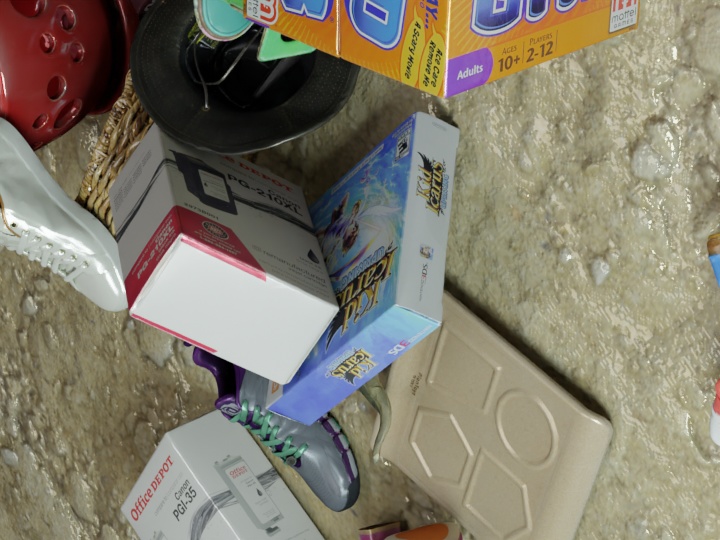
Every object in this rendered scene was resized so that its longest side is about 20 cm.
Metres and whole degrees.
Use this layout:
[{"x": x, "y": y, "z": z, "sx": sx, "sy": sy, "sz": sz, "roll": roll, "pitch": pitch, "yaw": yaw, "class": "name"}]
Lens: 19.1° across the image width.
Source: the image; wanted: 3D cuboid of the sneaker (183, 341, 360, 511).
[{"x": -0.081, "y": 0.134, "z": 1.878, "sx": 0.200, "sy": 0.087, "sz": 0.074, "roll": 57, "pitch": 140, "yaw": 14, "class": "sneaker"}]

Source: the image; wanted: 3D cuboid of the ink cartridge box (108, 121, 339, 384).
[{"x": -0.111, "y": -0.018, "z": 1.685, "sx": 0.084, "sy": 0.144, "sz": 0.200, "roll": -55, "pitch": 25, "yaw": 20, "class": "ink cartridge box"}]

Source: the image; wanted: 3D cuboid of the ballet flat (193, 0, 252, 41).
[{"x": -0.092, "y": -0.282, "z": 1.696, "sx": 0.071, "sy": 0.069, "sz": 0.201, "roll": 28, "pitch": 105, "yaw": 61, "class": "ballet flat"}]

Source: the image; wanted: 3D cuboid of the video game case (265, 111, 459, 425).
[{"x": 0.000, "y": 0.000, "z": 1.670, "sx": 0.200, "sy": 0.045, "sz": 0.182, "roll": -40, "pitch": 36, "yaw": 48, "class": "video game case"}]

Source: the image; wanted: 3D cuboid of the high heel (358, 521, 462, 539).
[{"x": 0.044, "y": 0.262, "z": 1.780, "sx": 0.200, "sy": 0.067, "sz": 0.096, "roll": -15, "pitch": 87, "yaw": 66, "class": "high heel"}]

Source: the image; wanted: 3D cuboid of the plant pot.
[{"x": -0.307, "y": -0.203, "z": 1.908, "sx": 0.200, "sy": 0.182, "sz": 0.201, "roll": 23, "pitch": 123, "yaw": 41, "class": "plant pot"}]

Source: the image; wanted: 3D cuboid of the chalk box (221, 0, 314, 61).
[{"x": -0.037, "y": -0.252, "z": 1.610, "sx": 0.124, "sy": 0.124, "sz": 0.201, "roll": 28, "pitch": 122, "yaw": 39, "class": "chalk box"}]

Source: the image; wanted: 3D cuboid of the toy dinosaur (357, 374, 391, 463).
[{"x": 0.001, "y": 0.068, "z": 1.759, "sx": 0.200, "sy": 0.047, "sz": 0.088, "roll": -119, "pitch": 34, "yaw": -58, "class": "toy dinosaur"}]

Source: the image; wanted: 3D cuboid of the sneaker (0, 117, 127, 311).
[{"x": -0.276, "y": -0.029, "z": 1.797, "sx": 0.200, "sy": 0.085, "sz": 0.073, "roll": 48, "pitch": 142, "yaw": -6, "class": "sneaker"}]

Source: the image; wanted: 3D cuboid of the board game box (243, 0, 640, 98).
[{"x": 0.058, "y": -0.260, "z": 1.448, "sx": 0.200, "sy": 0.199, "sz": 0.201, "roll": 26, "pitch": 126, "yaw": 39, "class": "board game box"}]

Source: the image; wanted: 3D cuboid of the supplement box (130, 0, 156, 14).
[{"x": -0.190, "y": -0.333, "z": 1.812, "sx": 0.109, "sy": 0.061, "sz": 0.201, "roll": -37, "pitch": 79, "yaw": 49, "class": "supplement box"}]

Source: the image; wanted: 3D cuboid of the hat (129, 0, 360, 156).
[{"x": -0.083, "y": -0.162, "z": 1.734, "sx": 0.201, "sy": 0.201, "sz": 0.081, "roll": 42, "pitch": 173, "yaw": 28, "class": "hat"}]

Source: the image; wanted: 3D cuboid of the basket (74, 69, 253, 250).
[{"x": -0.196, "y": -0.098, "z": 1.861, "sx": 0.149, "sy": 0.142, "sz": 0.200, "roll": 48, "pitch": 137, "yaw": 21, "class": "basket"}]

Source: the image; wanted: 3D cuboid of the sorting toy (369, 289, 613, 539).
[{"x": 0.104, "y": 0.131, "z": 1.711, "sx": 0.200, "sy": 0.036, "sz": 0.186, "roll": 37, "pitch": 132, "yaw": 27, "class": "sorting toy"}]

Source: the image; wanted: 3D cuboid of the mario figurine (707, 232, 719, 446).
[{"x": 0.292, "y": 0.068, "z": 1.451, "sx": 0.123, "sy": 0.105, "sz": 0.201, "roll": -158, "pitch": 61, "yaw": -85, "class": "mario figurine"}]

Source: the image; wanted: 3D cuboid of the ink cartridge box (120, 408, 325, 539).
[{"x": -0.121, "y": 0.249, "z": 1.980, "sx": 0.200, "sy": 0.083, "sz": 0.147, "roll": 53, "pitch": 139, "yaw": 18, "class": "ink cartridge box"}]
